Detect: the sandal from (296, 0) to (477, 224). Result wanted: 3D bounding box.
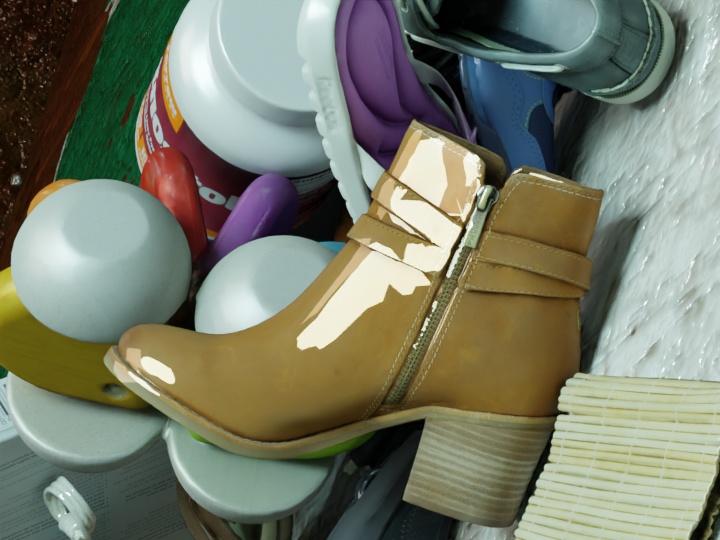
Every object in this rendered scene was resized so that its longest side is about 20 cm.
[{"bbox_3d":[0.024,-0.057,1.258,0.083,0.050,0.203,-65,-32,-23],"label":"sandal"}]

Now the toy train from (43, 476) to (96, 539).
[{"bbox_3d":[-0.084,0.187,1.468,0.056,0.200,0.150,-31,-32,-28],"label":"toy train"}]

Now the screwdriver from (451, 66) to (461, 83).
[{"bbox_3d":[0.071,-0.132,1.514,0.029,0.028,0.200,-39,-14,-50],"label":"screwdriver"}]

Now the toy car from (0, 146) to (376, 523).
[{"bbox_3d":[-0.076,0.015,1.357,0.175,0.199,0.150,105,-177,-54],"label":"toy car"}]

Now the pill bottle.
[{"bbox_3d":[-0.048,-0.091,1.439,0.200,0.113,0.113,128,159,-71],"label":"pill bottle"}]

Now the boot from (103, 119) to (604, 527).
[{"bbox_3d":[0.000,0.009,1.215,0.074,0.199,0.155,-54,-20,-80],"label":"boot"}]

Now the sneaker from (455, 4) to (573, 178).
[{"bbox_3d":[0.084,-0.123,1.327,0.074,0.082,0.201,47,-140,-86],"label":"sneaker"}]

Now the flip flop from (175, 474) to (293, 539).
[{"bbox_3d":[-0.070,0.127,1.491,0.081,0.057,0.200,-103,15,-51],"label":"flip flop"}]

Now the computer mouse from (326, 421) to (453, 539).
[{"bbox_3d":[0.003,0.132,1.323,0.139,0.053,0.201,132,155,-57],"label":"computer mouse"}]

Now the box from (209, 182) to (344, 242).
[{"bbox_3d":[-0.072,0.000,1.658,0.200,0.107,0.149,112,170,-45],"label":"box"}]

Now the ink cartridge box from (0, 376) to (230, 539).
[{"bbox_3d":[-0.142,0.116,1.535,0.041,0.199,0.200,53,154,35],"label":"ink cartridge box"}]

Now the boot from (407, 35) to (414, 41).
[{"bbox_3d":[0.039,-0.167,1.573,0.200,0.070,0.146,-29,-7,12],"label":"boot"}]

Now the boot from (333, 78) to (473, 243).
[{"bbox_3d":[0.000,0.000,1.448,0.200,0.068,0.188,-63,16,10],"label":"boot"}]

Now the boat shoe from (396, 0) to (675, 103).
[{"bbox_3d":[0.046,-0.132,1.261,0.062,0.200,0.073,13,-77,-58],"label":"boat shoe"}]

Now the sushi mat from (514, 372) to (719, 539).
[{"bbox_3d":[0.099,0.085,1.088,0.200,0.012,0.096,174,114,-76],"label":"sushi mat"}]

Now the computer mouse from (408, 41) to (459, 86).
[{"bbox_3d":[0.093,-0.177,1.405,0.110,0.044,0.200,-17,-39,-59],"label":"computer mouse"}]
